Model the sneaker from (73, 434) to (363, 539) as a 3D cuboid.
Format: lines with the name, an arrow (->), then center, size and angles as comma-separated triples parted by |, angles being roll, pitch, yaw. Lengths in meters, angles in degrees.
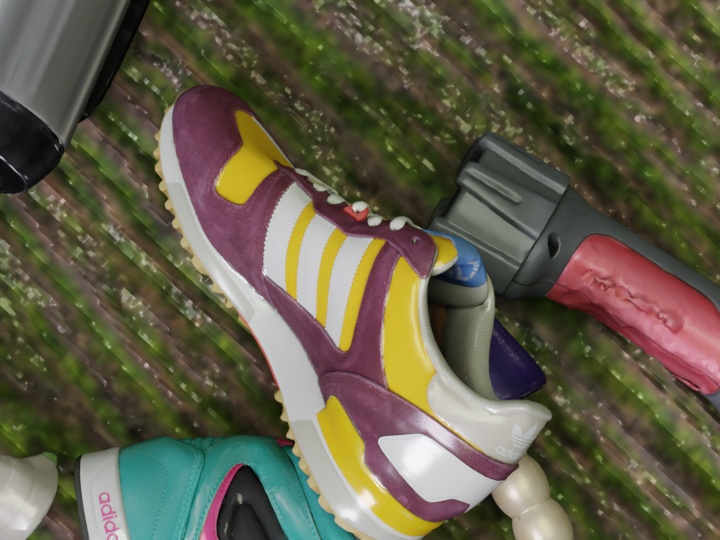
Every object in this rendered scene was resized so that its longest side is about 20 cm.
sneaker -> -0.023, 0.149, 1.083 | 0.120, 0.084, 0.201 | -16, 82, 1

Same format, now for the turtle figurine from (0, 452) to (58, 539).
turtle figurine -> -0.219, 0.049, 1.080 | 0.194, 0.200, 0.144 | 40, 55, -18

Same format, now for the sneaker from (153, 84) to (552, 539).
sneaker -> 0.000, 0.000, 1.080 | 0.090, 0.075, 0.201 | -38, 66, 20

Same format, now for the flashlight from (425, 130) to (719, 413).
flashlight -> 0.116, 0.025, 1.122 | 0.199, 0.068, 0.068 | 31, 82, -2

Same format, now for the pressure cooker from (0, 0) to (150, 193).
pressure cooker -> -0.151, -0.147, 1.065 | 0.175, 0.179, 0.201 | 22, 80, 1

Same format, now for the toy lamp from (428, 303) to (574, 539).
toy lamp -> 0.072, 0.101, 1.111 | 0.058, 0.058, 0.201 | -29, 87, -10
